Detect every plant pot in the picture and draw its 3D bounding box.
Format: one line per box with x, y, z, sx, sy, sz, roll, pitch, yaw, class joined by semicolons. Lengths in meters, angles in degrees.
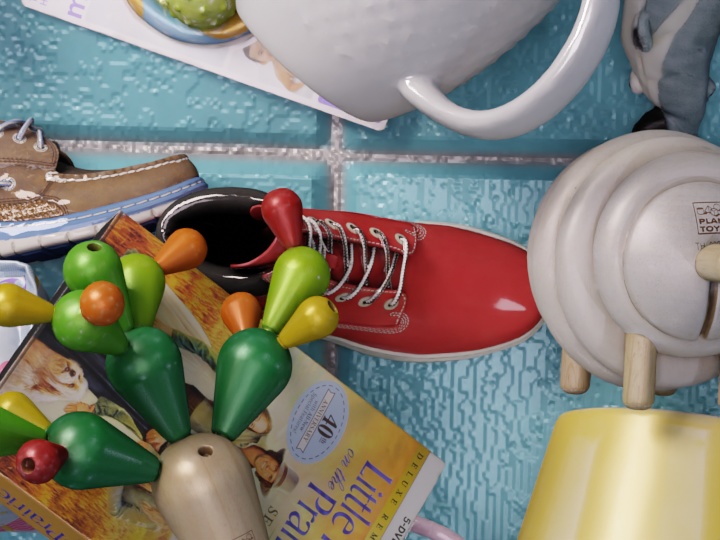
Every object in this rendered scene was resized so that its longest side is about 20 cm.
0.148;0.171;1.320;0.200;0.201;0.189;7;78;2;plant pot

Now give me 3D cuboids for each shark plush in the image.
0.171;-0.124;1.339;0.083;0.091;0.201;7;96;6;shark plush

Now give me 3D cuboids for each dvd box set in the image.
-0.073;0.088;1.246;0.200;0.029;0.146;39;59;-10;dvd box set

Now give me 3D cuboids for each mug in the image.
0.043;-0.147;1.262;0.175;0.148;0.200;-49;56;14;mug

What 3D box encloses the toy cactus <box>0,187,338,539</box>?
-0.078;0.058;1.191;0.200;0.102;0.165;-28;95;-39;toy cactus

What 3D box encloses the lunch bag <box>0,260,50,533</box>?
-0.244;0.070;1.322;0.199;0.170;0.128;2;74;2;lunch bag

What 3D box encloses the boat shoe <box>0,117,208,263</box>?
-0.178;-0.039;1.369;0.199;0.072;0.073;-12;86;-1;boat shoe

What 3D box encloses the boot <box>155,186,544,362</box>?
0.000;0.000;1.324;0.199;0.144;0.073;6;83;-2;boot

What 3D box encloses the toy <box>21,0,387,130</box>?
-0.063;-0.157;1.368;0.200;0.047;0.115;19;93;0;toy

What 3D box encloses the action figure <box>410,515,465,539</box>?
-0.043;0.104;1.357;0.149;0.134;0.200;-24;65;-28;action figure

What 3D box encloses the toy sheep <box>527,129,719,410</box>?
0.144;-0.002;1.298;0.138;0.200;0.138;-1;93;-20;toy sheep
